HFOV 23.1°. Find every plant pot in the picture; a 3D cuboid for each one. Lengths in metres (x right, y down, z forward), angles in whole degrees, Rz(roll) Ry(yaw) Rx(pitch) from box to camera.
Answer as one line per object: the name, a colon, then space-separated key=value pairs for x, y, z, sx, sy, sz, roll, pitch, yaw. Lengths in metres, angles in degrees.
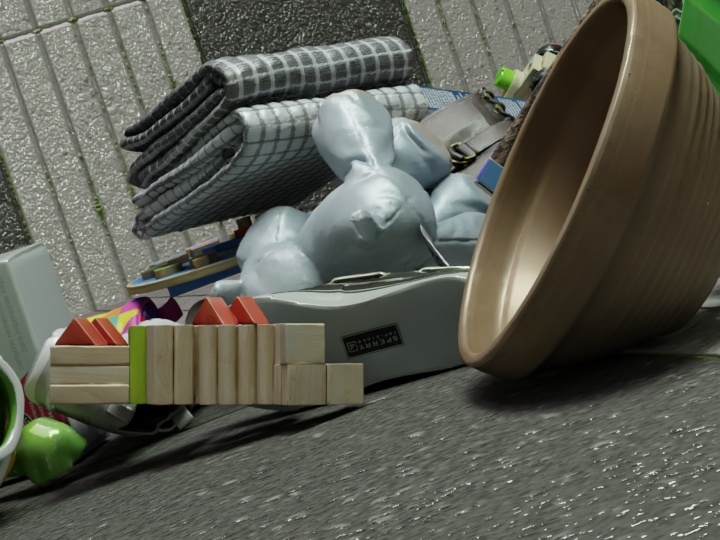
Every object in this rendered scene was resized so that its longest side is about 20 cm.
plant pot: x=0.129 y=-0.030 z=0.879 sx=0.093 sy=0.201 sz=0.201 roll=22 pitch=-2 yaw=-8

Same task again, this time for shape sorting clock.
shape sorting clock: x=-0.084 y=-0.022 z=1.346 sx=0.200 sy=0.039 sz=0.200 roll=-20 pitch=2 yaw=1

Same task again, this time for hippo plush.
hippo plush: x=0.000 y=0.000 z=1.179 sx=0.161 sy=0.159 sz=0.200 roll=-46 pitch=27 yaw=24

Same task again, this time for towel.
towel: x=-0.070 y=-0.103 z=1.293 sx=0.166 sy=0.086 sz=0.200 roll=-14 pitch=-9 yaw=-35

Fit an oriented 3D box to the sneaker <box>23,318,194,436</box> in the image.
sneaker: x=-0.140 y=0.083 z=1.163 sx=0.075 sy=0.082 sz=0.200 roll=-63 pitch=-20 yaw=12

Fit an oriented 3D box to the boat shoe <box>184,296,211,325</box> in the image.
boat shoe: x=-0.049 y=0.025 z=1.373 sx=0.060 sy=0.072 sz=0.200 roll=-11 pitch=6 yaw=41

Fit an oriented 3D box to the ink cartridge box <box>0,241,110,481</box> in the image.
ink cartridge box: x=-0.294 y=0.081 z=1.202 sx=0.200 sy=0.145 sz=0.083 roll=-18 pitch=7 yaw=10

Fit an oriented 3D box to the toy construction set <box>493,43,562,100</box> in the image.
toy construction set: x=0.172 y=-0.119 z=1.526 sx=0.200 sy=0.092 sz=0.131 roll=12 pitch=-41 yaw=-20

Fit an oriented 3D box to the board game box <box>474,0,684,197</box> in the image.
board game box: x=0.183 y=-0.117 z=1.089 sx=0.200 sy=0.097 sz=0.159 roll=-57 pitch=-12 yaw=21

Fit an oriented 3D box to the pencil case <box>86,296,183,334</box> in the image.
pencil case: x=-0.230 y=0.083 z=1.348 sx=0.200 sy=0.088 sz=0.088 roll=-17 pitch=4 yaw=14

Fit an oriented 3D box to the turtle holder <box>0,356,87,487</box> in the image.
turtle holder: x=-0.256 y=0.100 z=1.025 sx=0.132 sy=0.186 sz=0.141 roll=-16 pitch=37 yaw=33

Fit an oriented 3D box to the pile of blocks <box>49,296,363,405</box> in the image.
pile of blocks: x=-0.092 y=0.047 z=1.026 sx=0.200 sy=0.062 sz=0.082 roll=-1 pitch=-2 yaw=15

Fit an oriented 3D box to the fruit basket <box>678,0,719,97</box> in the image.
fruit basket: x=0.267 y=-0.084 z=0.897 sx=0.155 sy=0.216 sz=0.216 roll=-21 pitch=5 yaw=-29

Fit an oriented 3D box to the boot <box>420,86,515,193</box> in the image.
boot: x=0.128 y=-0.082 z=1.287 sx=0.200 sy=0.069 sz=0.174 roll=-26 pitch=49 yaw=-14

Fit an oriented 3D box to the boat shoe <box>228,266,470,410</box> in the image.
boat shoe: x=-0.002 y=0.038 z=1.059 sx=0.200 sy=0.071 sz=0.064 roll=-8 pitch=8 yaw=21

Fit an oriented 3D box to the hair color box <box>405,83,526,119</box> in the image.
hair color box: x=0.098 y=-0.089 z=1.442 sx=0.200 sy=0.100 sz=0.061 roll=6 pitch=25 yaw=-12
